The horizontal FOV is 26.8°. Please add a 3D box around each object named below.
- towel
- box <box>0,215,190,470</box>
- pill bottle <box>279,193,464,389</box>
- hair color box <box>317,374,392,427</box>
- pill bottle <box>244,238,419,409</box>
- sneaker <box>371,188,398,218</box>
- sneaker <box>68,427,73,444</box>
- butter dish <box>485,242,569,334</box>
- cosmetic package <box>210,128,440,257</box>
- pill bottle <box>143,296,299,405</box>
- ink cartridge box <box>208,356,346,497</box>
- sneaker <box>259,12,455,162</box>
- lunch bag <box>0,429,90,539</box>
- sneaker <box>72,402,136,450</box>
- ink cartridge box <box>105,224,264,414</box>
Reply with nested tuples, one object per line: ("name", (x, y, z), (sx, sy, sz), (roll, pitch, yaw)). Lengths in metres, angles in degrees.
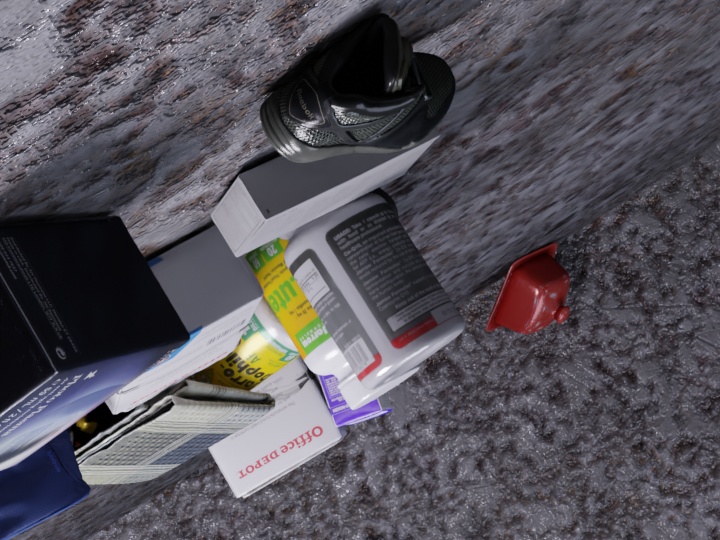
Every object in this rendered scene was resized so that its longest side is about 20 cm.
("towel", (-0.214, 0.175, 1.613), (0.192, 0.035, 0.200), (-31, 162, 21))
("box", (-0.262, 0.064, 1.092), (0.200, 0.124, 0.198), (-35, 173, 19))
("pill bottle", (0.000, 0.000, 1.421), (0.114, 0.201, 0.114), (-32, 172, -5))
("hair color box", (-0.028, 0.079, 1.770), (0.064, 0.201, 0.109), (-19, 173, 6))
("pill bottle", (-0.027, 0.035, 1.526), (0.111, 0.201, 0.111), (-32, 172, -5))
("sneaker", (-0.014, 0.008, 1.674), (0.108, 0.067, 0.202), (-29, 139, -27))
("sneaker", (-0.386, 0.193, 1.550), (0.199, 0.080, 0.074), (-31, 173, -2))
("butter dish", (0.400, 0.065, 3.367), (0.200, 0.148, 0.200), (-22, 140, -49))
("cosmetic package", (-0.030, -0.086, 1.331), (0.199, 0.051, 0.083), (-28, 173, -32))
("pill bottle", (-0.152, 0.085, 1.666), (0.200, 0.113, 0.113), (-35, 171, 22))
("ink cartridge box", (-0.126, 0.144, 1.775), (0.144, 0.201, 0.084), (-30, 175, 3))
("sneaker", (0.027, -0.140, 1.133), (0.199, 0.077, 0.114), (-15, 168, -48))
("lunch bag", (-0.371, 0.191, 1.411), (0.136, 0.133, 0.200), (-18, -174, 46))
("sneaker", (-0.301, 0.158, 1.608), (0.200, 0.070, 0.090), (-40, -170, 12))
("ink cartridge box", (-0.184, 0.051, 1.434), (0.146, 0.086, 0.200), (-29, 173, -19))
